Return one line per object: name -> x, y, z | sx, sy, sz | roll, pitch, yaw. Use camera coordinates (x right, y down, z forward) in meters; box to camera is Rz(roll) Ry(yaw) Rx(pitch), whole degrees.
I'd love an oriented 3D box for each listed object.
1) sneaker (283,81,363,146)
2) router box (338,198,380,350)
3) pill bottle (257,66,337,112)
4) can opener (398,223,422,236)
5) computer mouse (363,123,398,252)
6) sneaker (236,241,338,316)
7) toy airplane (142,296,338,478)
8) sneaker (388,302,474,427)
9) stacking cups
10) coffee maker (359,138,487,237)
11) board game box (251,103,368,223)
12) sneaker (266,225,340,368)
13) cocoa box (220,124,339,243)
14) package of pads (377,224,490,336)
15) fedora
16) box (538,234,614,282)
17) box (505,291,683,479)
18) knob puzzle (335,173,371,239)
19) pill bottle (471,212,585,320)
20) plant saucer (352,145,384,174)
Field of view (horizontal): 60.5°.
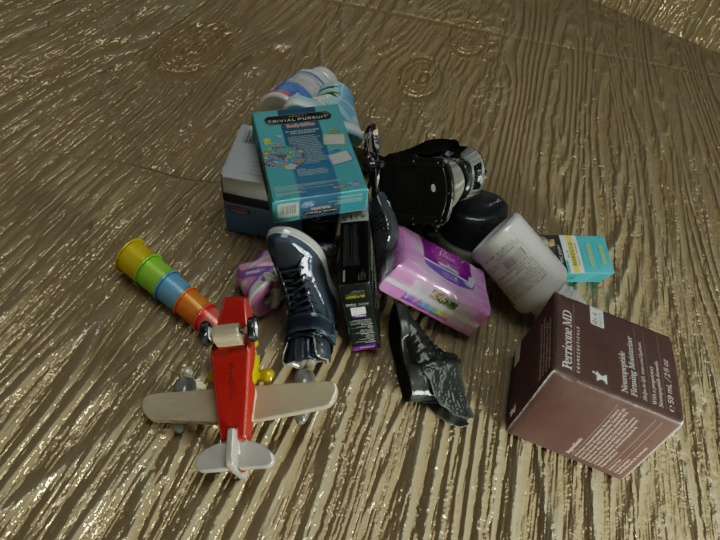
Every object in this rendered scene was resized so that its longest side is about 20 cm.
sneaker -> -0.080, -0.325, 1.214 | 0.198, 0.078, 0.134 | 17, 58, -49
router box -> 0.000, 0.000, 0.985 | 0.050, 0.151, 0.203 | -5, 45, 5
pill bottle -> -0.124, -0.357, 1.311 | 0.110, 0.114, 0.201 | 28, 43, 8
can opener -> 0.098, -0.093, 1.173 | 0.052, 0.068, 0.202 | 15, 38, -5
computer mouse -> 0.036, -0.132, 0.977 | 0.033, 0.206, 0.058 | -7, 0, 26
sneaker -> -0.122, -0.008, 1.006 | 0.088, 0.082, 0.198 | 36, 45, 29
toy airplane -> -0.154, 0.165, 0.801 | 0.199, 0.141, 0.200 | 40, 84, 7
sneaker -> 0.108, 0.142, 0.962 | 0.101, 0.061, 0.204 | 3, 52, -16
stacking cups -> -0.276, 0.031, 0.916 | 0.198, 0.061, 0.060 | 36, 45, 14
coffee maker -> 0.107, -0.168, 1.082 | 0.190, 0.137, 0.199 | 31, 27, 15
board game box -> -0.084, -0.175, 0.980 | 0.147, 0.047, 0.203 | -9, 54, -13
sneaker -> -0.087, 0.049, 0.891 | 0.075, 0.204, 0.149 | -9, 44, 21
cocoa box -> -0.126, -0.142, 1.064 | 0.194, 0.133, 0.136 | 10, 52, 1
package of pads -> 0.120, 0.014, 1.039 | 0.197, 0.076, 0.122 | 27, 37, -19
fedora -> 0.226, -0.097, 1.207 | 0.195, 0.093, 0.204 | 11, 45, -11
box -> 0.400, -0.024, 1.219 | 0.195, 0.049, 0.084 | 0, 68, -21
box -> 0.348, 0.175, 0.942 | 0.195, 0.166, 0.168 | 21, 43, 1
knob puzzle -> -0.076, -0.119, 1.157 | 0.213, 0.031, 0.224 | 4, 51, -5
pill bottle -> 0.300, 0.009, 1.097 | 0.201, 0.114, 0.114 | 49, 47, 2
plant saucer -> -0.045, -0.222, 1.206 | 0.195, 0.036, 0.200 | 13, 5, -1
